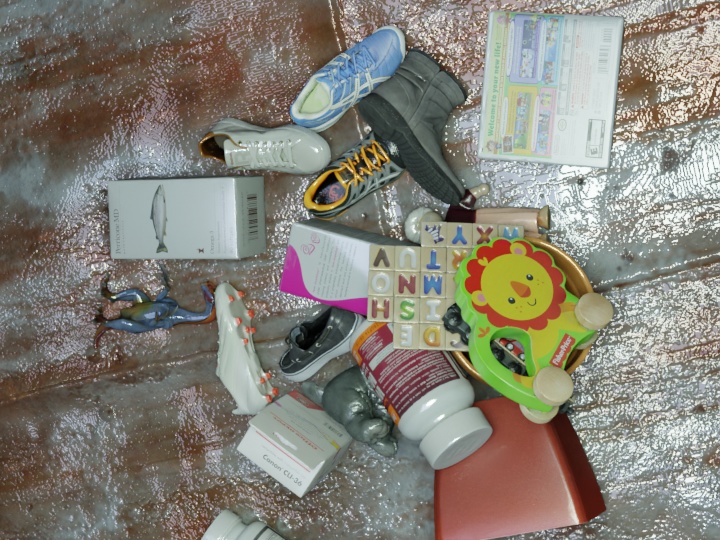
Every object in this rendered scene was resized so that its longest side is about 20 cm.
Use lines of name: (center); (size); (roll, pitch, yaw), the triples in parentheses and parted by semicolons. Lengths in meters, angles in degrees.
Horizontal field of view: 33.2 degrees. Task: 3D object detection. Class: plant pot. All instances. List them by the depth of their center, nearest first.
plant pot: (0.201, 0.070, 1.594); (0.199, 0.140, 0.201); (0, 75, -1)
plant pot: (0.203, 0.258, 1.618); (0.199, 0.200, 0.177); (-13, 81, 17)

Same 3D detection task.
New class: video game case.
video game case: (0.255, -0.245, 1.630); (0.181, 0.022, 0.201); (6, 98, 15)

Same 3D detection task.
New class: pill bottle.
pill bottle: (0.077, 0.147, 1.547); (0.109, 0.109, 0.200); (-41, 64, 16)
pill bottle: (-0.139, 0.439, 1.770); (0.199, 0.111, 0.111); (33, 104, 11)

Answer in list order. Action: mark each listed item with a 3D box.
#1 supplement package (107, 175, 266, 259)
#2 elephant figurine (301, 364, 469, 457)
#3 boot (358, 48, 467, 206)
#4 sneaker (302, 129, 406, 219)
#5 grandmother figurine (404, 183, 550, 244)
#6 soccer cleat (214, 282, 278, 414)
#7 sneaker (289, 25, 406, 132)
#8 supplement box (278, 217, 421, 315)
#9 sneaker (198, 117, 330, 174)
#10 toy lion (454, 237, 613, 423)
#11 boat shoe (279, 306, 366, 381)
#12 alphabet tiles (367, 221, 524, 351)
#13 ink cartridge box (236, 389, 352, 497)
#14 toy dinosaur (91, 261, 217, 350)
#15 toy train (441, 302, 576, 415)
supplement package: (-0.249, -0.077, 1.744); (0.199, 0.117, 0.118); (0, 96, 17)
elephant figurine: (0.050, 0.145, 1.689); (0.155, 0.141, 0.200); (31, 96, -34)
boot: (0.104, -0.198, 1.639); (0.132, 0.070, 0.200); (-44, 101, -21)
sneaker: (0.000, -0.139, 1.687); (0.200, 0.077, 0.078); (-41, 82, 14)
grandmother figurine: (0.158, -0.062, 1.658); (0.199, 0.061, 0.122); (1, 67, 14)
soccer cleat: (-0.187, 0.118, 1.775); (0.077, 0.069, 0.201); (-17, 94, 20)
sneaker: (-0.017, -0.263, 1.678); (0.200, 0.077, 0.076); (-42, 82, 15)
supplement box: (0.000, 0.000, 1.688); (0.199, 0.103, 0.102); (15, 101, 13)
sneaker: (-0.140, -0.162, 1.701); (0.199, 0.085, 0.073); (10, 124, 28)
toy lion: (0.194, 0.057, 1.470); (0.191, 0.200, 0.069); (31, 146, 6)
boat shoe: (-0.070, 0.099, 1.692); (0.066, 0.070, 0.200); (30, 149, -21)
alphabet tiles: (0.109, 0.019, 1.529); (0.199, 0.008, 0.168); (2, 76, -2)
ink cartridge box: (-0.094, 0.243, 1.689); (0.116, 0.200, 0.068); (34, 104, 10)
toy dinosaur: (-0.302, 0.055, 1.814); (0.180, 0.200, 0.105); (13, 61, -7)
toy train: (0.187, 0.107, 1.491); (0.200, 0.034, 0.046); (39, 68, 2)
